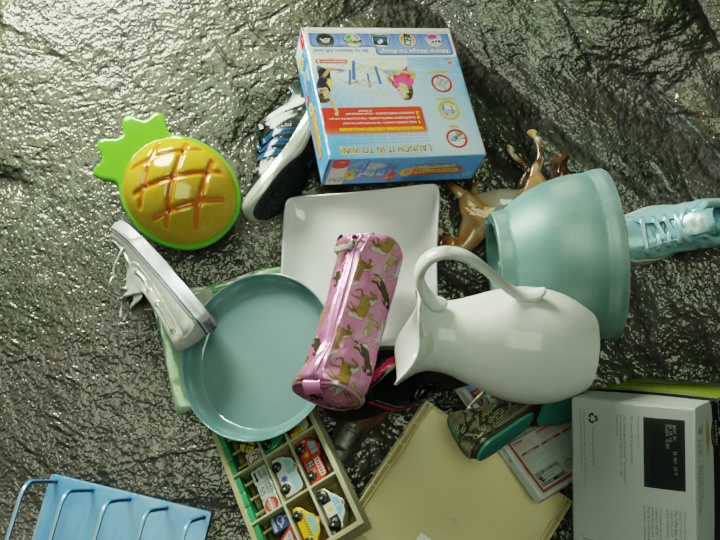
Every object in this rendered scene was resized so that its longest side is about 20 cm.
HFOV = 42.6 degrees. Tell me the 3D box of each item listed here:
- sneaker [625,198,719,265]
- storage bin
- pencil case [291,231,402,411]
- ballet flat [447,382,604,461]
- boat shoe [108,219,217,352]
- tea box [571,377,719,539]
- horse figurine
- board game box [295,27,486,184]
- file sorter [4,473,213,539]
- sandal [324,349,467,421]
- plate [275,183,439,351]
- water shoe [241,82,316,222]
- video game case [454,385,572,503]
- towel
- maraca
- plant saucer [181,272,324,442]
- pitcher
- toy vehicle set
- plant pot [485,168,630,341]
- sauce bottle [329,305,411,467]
[{"bbox_3d":[0.398,-0.057,1.140,0.200,0.082,0.074,-12,77,-2],"label":"sneaker"},{"bbox_3d":[0.103,0.286,1.061,0.200,0.094,0.199,34,80,7],"label":"storage bin"},{"bbox_3d":[-0.012,0.055,1.013,0.086,0.083,0.200,24,64,-19],"label":"pencil case"},{"bbox_3d":[0.181,0.146,1.025,0.200,0.068,0.075,-16,49,-28],"label":"ballet flat"},{"bbox_3d":[-0.262,0.026,1.115,0.086,0.075,0.202,-40,66,-11],"label":"boat shoe"},{"bbox_3d":[0.325,0.226,0.985,0.133,0.197,0.200,0,90,39],"label":"tea box"},{"bbox_3d":[0.179,-0.099,1.168,0.200,0.050,0.133,-15,72,-1],"label":"horse figurine"},{"bbox_3d":[0.034,-0.206,1.142,0.200,0.056,0.196,-4,64,-17],"label":"board game box"},{"bbox_3d":[-0.289,0.320,1.040,0.200,0.123,0.139,13,77,3],"label":"file sorter"},{"bbox_3d":[0.048,0.122,1.034,0.200,0.045,0.075,-18,105,11],"label":"sandal"},{"bbox_3d":[0.000,0.000,1.112,0.199,0.032,0.200,-4,70,16],"label":"plate"},{"bbox_3d":[-0.102,-0.150,1.179,0.079,0.072,0.200,25,72,25],"label":"water shoe"},{"bbox_3d":[0.195,0.155,1.074,0.143,0.017,0.200,-20,63,-33],"label":"video game case"},{"bbox_3d":[-0.146,0.078,1.143,0.200,0.023,0.153,-14,79,-3],"label":"towel"},{"bbox_3d":[-0.238,-0.111,1.142,0.200,0.107,0.137,42,74,9],"label":"maraca"},{"bbox_3d":[-0.117,0.102,1.086,0.200,0.027,0.201,-7,71,21],"label":"plant saucer"},{"bbox_3d":[0.143,0.055,0.948,0.200,0.172,0.121,6,39,-2],"label":"pitcher"},{"bbox_3d":[-0.083,0.237,1.053,0.124,0.027,0.200,-34,54,5],"label":"toy vehicle set"},{"bbox_3d":[0.217,-0.014,1.071,0.134,0.200,0.201,-4,78,0],"label":"plant pot"},{"bbox_3d":[0.016,0.137,1.107,0.066,0.066,0.200,29,78,6],"label":"sauce bottle"}]
